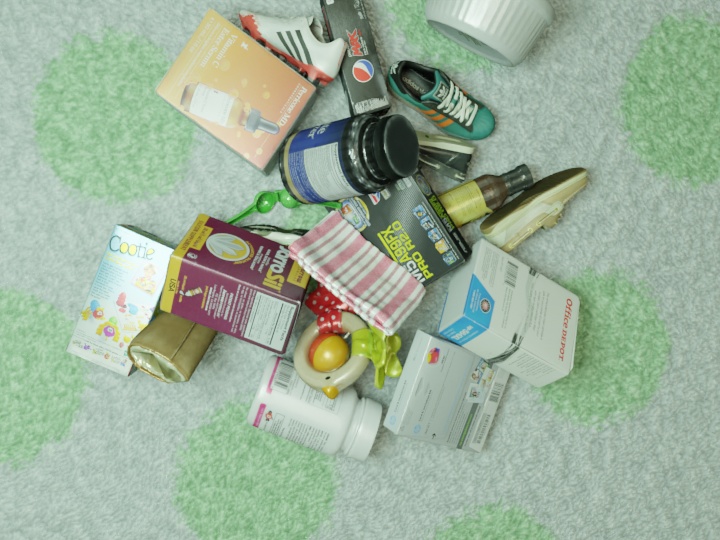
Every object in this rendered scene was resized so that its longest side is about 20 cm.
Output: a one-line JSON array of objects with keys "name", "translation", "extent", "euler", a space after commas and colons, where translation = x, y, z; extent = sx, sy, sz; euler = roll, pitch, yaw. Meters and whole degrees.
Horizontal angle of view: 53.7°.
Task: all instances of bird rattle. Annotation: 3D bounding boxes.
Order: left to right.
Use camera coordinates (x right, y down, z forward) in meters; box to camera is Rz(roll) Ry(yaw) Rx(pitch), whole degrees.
[{"name": "bird rattle", "translation": [-0.035, 0.103, 1.087], "extent": [0.163, 0.114, 0.199], "euler": [-43, 58, -15]}]

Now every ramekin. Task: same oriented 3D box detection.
[{"name": "ramekin", "translation": [0.188, -0.389, 1.082], "extent": [0.199, 0.203, 0.096], "euler": [26, 102, -4]}]

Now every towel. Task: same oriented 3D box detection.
[{"name": "towel", "translation": [0.000, 0.000, 1.060], "extent": [0.199, 0.146, 0.030], "euler": [38, 125, 6]}]

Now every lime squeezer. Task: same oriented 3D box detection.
[{"name": "lime squeezer", "translation": [-0.129, -0.107, 1.130], "extent": [0.195, 0.071, 0.039], "euler": [-10, 112, -4]}]

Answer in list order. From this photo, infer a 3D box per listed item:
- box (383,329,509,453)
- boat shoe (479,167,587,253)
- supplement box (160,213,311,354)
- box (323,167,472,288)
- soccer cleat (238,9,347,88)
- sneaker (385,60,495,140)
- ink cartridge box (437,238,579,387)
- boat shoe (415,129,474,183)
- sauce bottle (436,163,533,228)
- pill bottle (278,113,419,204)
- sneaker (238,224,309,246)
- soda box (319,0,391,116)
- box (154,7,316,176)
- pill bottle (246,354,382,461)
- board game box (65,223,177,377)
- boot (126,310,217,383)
[{"name": "box", "translation": [0.142, 0.196, 1.127], "extent": [0.197, 0.041, 0.159], "euler": [20, 91, -38]}, {"name": "boat shoe", "translation": [0.289, -0.097, 1.163], "extent": [0.197, 0.074, 0.067], "euler": [-32, 107, 0]}, {"name": "supplement box", "translation": [-0.179, 0.018, 1.060], "extent": [0.196, 0.132, 0.105], "euler": [20, 122, -4]}, {"name": "box", "translation": [0.057, -0.066, 1.118], "extent": [0.159, 0.044, 0.202], "euler": [-31, 94, 31]}, {"name": "soccer cleat", "translation": [-0.105, -0.363, 1.100], "extent": [0.199, 0.068, 0.086], "euler": [38, 103, 20]}, {"name": "sneaker", "translation": [0.131, -0.270, 1.134], "extent": [0.196, 0.080, 0.073], "euler": [26, 91, -5]}, {"name": "ink cartridge box", "translation": [0.235, 0.069, 1.111], "extent": [0.197, 0.084, 0.148], "euler": [30, 55, -13]}, {"name": "boat shoe", "translation": [0.081, -0.191, 1.143], "extent": [0.195, 0.072, 0.069], "euler": [14, 116, 1]}, {"name": "sauce bottle", "translation": [0.185, -0.115, 1.153], "extent": [0.196, 0.065, 0.066], "euler": [-23, 94, -1]}, {"name": "pill bottle", "translation": [-0.017, -0.163, 1.034], "extent": [0.197, 0.111, 0.115], "euler": [-6, 94, 39]}, {"name": "sneaker", "translation": [-0.109, -0.019, 1.142], "extent": [0.194, 0.077, 0.091], "euler": [9, 102, 3]}, {"name": "soda box", "translation": [-0.009, -0.343, 1.127], "extent": [0.062, 0.071, 0.205], "euler": [-15, 94, -4]}, {"name": "box", "translation": [-0.187, -0.270, 1.101], "extent": [0.198, 0.106, 0.154], "euler": [35, 90, -4]}, {"name": "pill bottle", "translation": [-0.071, 0.221, 1.126], "extent": [0.196, 0.113, 0.116], "euler": [22, 91, -4]}, {"name": "board game box", "translation": [-0.357, 0.043, 1.105], "extent": [0.103, 0.103, 0.204], "euler": [23, 91, -4]}, {"name": "boot", "translation": [-0.227, 0.102, 1.070], "extent": [0.172, 0.201, 0.067], "euler": [23, 123, 2]}]
